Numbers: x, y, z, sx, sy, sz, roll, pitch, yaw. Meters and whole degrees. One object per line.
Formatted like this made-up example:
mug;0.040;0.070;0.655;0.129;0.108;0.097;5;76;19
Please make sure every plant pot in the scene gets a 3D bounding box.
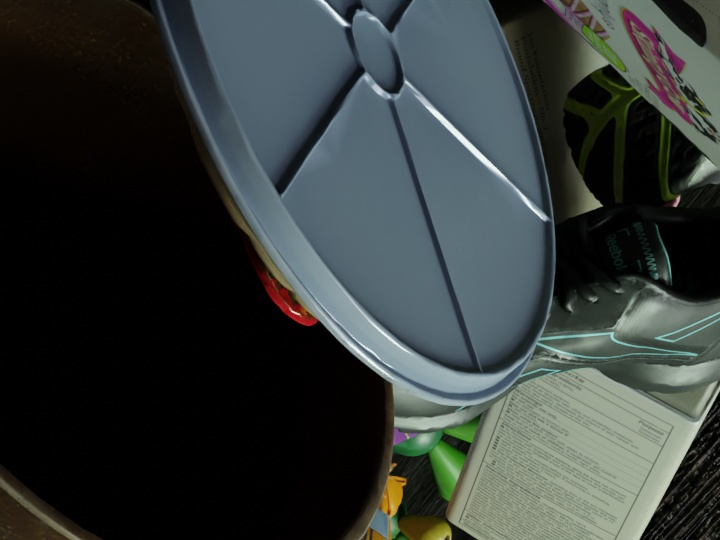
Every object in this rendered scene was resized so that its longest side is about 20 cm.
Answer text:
plant pot;-0.125;0.045;0.653;0.200;0.187;0.187;-36;174;31

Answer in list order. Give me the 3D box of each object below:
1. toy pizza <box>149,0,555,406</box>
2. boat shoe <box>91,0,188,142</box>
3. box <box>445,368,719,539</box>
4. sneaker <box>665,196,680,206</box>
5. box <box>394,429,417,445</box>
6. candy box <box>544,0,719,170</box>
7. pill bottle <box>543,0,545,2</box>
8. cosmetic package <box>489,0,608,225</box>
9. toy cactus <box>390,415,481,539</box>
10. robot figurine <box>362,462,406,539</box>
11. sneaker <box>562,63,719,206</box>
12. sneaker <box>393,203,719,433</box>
toy pizza;-0.007;-0.055;0.668;0.032;0.201;0.200;-23;178;26
boat shoe;-0.049;-0.053;0.783;0.084;0.069;0.200;-49;167;16
box;0.110;0.067;1.114;0.078;0.095;0.200;-55;170;-30
sneaker;0.127;-0.064;1.194;0.070;0.082;0.201;104;11;-56
box;0.000;0.000;0.981;0.036;0.144;0.200;-6;-176;22
candy box;0.088;-0.109;0.751;0.061;0.200;0.136;-45;167;-2
pill bottle;0.141;-0.162;0.952;0.200;0.116;0.116;-27;158;-53
cosmetic package;0.087;-0.074;1.029;0.073;0.104;0.200;-7;-165;34
toy cactus;0.003;0.074;1.242;0.164;0.201;0.102;0;-174;-11
robot figurine;-0.037;0.182;1.122;0.145;0.058;0.201;-35;-147;45
sneaker;0.154;-0.077;0.877;0.076;0.076;0.200;-25;-175;-30
sneaker;0.067;0.006;0.888;0.199;0.076;0.079;-8;151;-23
